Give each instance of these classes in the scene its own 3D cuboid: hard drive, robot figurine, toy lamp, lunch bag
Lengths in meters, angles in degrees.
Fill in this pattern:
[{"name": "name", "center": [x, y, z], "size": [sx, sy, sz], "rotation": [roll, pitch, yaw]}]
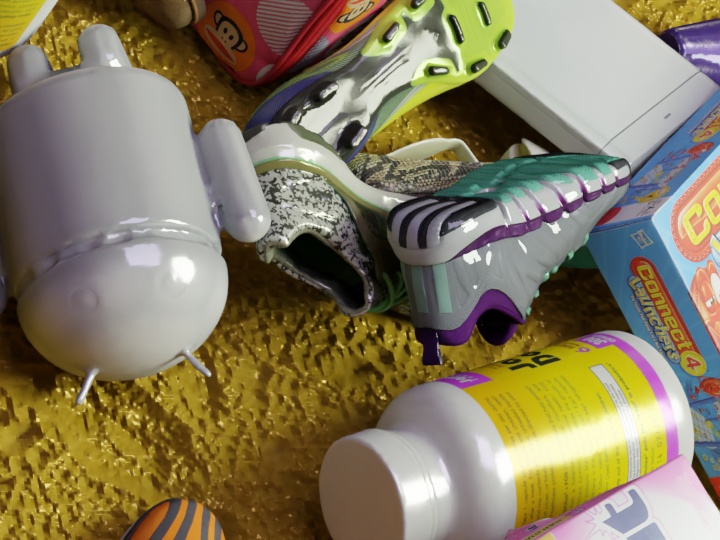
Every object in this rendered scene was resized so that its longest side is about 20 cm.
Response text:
[{"name": "hard drive", "center": [0.110, -0.141, 1.825], "size": [0.200, 0.027, 0.132], "rotation": [39, 40, 13]}, {"name": "robot figurine", "center": [-0.134, -0.027, 1.590], "size": [0.169, 0.113, 0.201], "rotation": [-17, 67, 5]}, {"name": "toy lamp", "center": [0.275, -0.129, 1.939], "size": [0.199, 0.058, 0.059], "rotation": [4, 61, -30]}, {"name": "lunch bag", "center": [-0.054, -0.223, 1.715], "size": [0.082, 0.176, 0.201], "rotation": [-24, 75, -42]}]

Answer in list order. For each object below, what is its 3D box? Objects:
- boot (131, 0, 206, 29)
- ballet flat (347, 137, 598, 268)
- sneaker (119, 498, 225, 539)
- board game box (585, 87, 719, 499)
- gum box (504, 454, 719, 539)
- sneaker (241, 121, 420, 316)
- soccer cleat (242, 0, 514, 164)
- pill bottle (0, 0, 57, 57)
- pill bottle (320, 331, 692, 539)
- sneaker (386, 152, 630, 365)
[{"name": "boot", "center": [-0.177, -0.193, 1.706], "size": [0.200, 0.074, 0.076], "rotation": [40, 69, 0]}, {"name": "ballet flat", "center": [0.073, -0.047, 1.766], "size": [0.199, 0.068, 0.076], "rotation": [3, 46, -28]}, {"name": "sneaker", "center": [-0.086, 0.189, 1.491], "size": [0.077, 0.112, 0.201], "rotation": [23, 53, -18]}, {"name": "board game box", "center": [0.242, 0.005, 1.793], "size": [0.200, 0.056, 0.196], "rotation": [-44, 113, -40]}, {"name": "gum box", "center": [0.157, 0.203, 1.551], "size": [0.113, 0.066, 0.201], "rotation": [-26, 80, -29]}, {"name": "sneaker", "center": [0.000, 0.000, 1.658], "size": [0.199, 0.077, 0.089], "rotation": [27, 39, -34]}, {"name": "soccer cleat", "center": [0.005, -0.111, 1.733], "size": [0.200, 0.084, 0.065], "rotation": [-38, 105, -28]}, {"name": "pill bottle", "center": [-0.197, -0.178, 1.585], "size": [0.104, 0.200, 0.105], "rotation": [15, 55, -23]}, {"name": "pill bottle", "center": [0.078, 0.103, 1.638], "size": [0.199, 0.104, 0.105], "rotation": [-15, 71, -37]}, {"name": "sneaker", "center": [0.083, -0.010, 1.674], "size": [0.200, 0.074, 0.088], "rotation": [-20, 110, -48]}]
